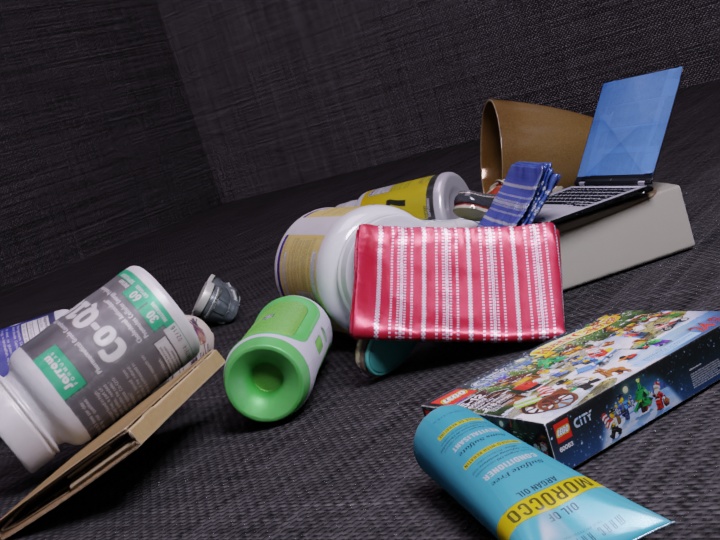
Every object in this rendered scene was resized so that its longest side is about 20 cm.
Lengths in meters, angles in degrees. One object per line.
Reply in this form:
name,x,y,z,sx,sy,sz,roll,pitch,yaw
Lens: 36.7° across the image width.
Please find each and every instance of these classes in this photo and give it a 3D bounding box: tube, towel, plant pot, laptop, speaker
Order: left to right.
speaker,-0.078,0.082,1.065,0.088,0.089,0.200,-16,9,8
towel,0.090,0.008,1.024,0.199,0.023,0.145,0,48,7
towel,0.133,-0.029,1.145,0.200,0.024,0.145,-58,11,2
tube,0.091,0.129,0.630,0.077,0.050,0.200,-27,17,-15
plant pot,0.300,-0.179,1.695,0.199,0.187,0.186,-4,9,-3
laptop,0.241,-0.134,1.204,0.200,0.116,0.187,-20,8,-11

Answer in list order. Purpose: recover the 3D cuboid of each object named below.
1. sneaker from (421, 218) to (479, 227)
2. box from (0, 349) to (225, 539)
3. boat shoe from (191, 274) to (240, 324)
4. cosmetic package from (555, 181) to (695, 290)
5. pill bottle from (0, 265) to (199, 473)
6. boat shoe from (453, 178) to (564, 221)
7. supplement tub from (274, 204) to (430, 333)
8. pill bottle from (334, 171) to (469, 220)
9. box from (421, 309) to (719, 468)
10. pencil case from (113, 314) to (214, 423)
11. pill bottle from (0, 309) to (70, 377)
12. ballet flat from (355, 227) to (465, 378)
sneaker,0.080,-0.038,1.510,0.200,0.073,0.071,-11,8,31
box,-0.216,0.149,0.958,0.163,0.021,0.200,-36,4,19
boat shoe,-0.215,0.050,1.632,0.062,0.073,0.200,25,-3,-7
cosmetic package,0.247,-0.033,1.188,0.200,0.073,0.104,-19,9,-7
pill bottle,-0.264,0.096,1.048,0.200,0.113,0.113,-39,17,-19
boat shoe,0.199,-0.091,1.424,0.200,0.063,0.071,5,0,-39
supplement tub,0.000,0.000,1.211,0.145,0.146,0.200,-21,10,-22
pill bottle,0.061,-0.072,1.620,0.200,0.115,0.114,-12,11,31
box,0.163,0.080,0.781,0.200,0.038,0.136,-23,11,-31
pencil case,-0.242,0.113,1.199,0.089,0.078,0.200,-23,5,25
pill bottle,-0.374,0.114,1.297,0.200,0.120,0.120,-19,9,-13
ballet flat,0.043,0.030,1.078,0.072,0.072,0.200,-5,36,51
